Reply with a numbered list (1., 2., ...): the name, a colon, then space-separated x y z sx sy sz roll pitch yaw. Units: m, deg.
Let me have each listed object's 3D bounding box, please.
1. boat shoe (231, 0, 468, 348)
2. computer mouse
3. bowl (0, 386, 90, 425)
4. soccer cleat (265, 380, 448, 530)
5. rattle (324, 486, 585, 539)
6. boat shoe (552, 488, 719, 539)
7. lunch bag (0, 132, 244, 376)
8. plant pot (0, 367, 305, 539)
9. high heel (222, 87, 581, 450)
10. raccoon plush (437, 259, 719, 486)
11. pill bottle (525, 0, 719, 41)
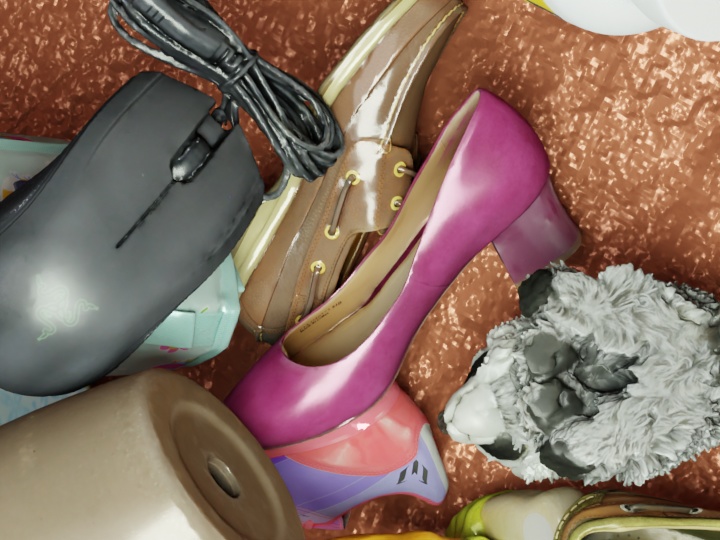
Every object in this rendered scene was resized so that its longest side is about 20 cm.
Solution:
1. boat shoe: 0.001 -0.048 1.180 0.068 0.072 0.200 33 108 8
2. computer mouse: -0.099 -0.033 1.077 0.138 0.200 0.053 42 161 -16
3. bowl: -0.230 0.123 1.280 0.200 0.200 0.108 23 137 27
4. soccer cleat: -0.047 0.105 1.221 0.200 0.067 0.076 -22 109 35
5. rattle: 0.065 0.205 1.112 0.130 0.143 0.200 -12 89 38
6. boat shoe: 0.178 0.143 1.047 0.200 0.068 0.072 11 87 4
7. lunch bag: -0.165 -0.005 1.178 0.200 0.170 0.122 25 109 62
8. plant pot: -0.123 0.132 1.069 0.175 0.200 0.200 -37 75 16
9. high heel: 0.000 0.000 1.131 0.200 0.096 0.067 -36 33 -3
10. raccoon plush: 0.136 0.057 1.117 0.200 0.134 0.097 5 80 -1
11. pill bottle: 0.094 -0.165 1.052 0.200 0.112 0.112 36 112 50
